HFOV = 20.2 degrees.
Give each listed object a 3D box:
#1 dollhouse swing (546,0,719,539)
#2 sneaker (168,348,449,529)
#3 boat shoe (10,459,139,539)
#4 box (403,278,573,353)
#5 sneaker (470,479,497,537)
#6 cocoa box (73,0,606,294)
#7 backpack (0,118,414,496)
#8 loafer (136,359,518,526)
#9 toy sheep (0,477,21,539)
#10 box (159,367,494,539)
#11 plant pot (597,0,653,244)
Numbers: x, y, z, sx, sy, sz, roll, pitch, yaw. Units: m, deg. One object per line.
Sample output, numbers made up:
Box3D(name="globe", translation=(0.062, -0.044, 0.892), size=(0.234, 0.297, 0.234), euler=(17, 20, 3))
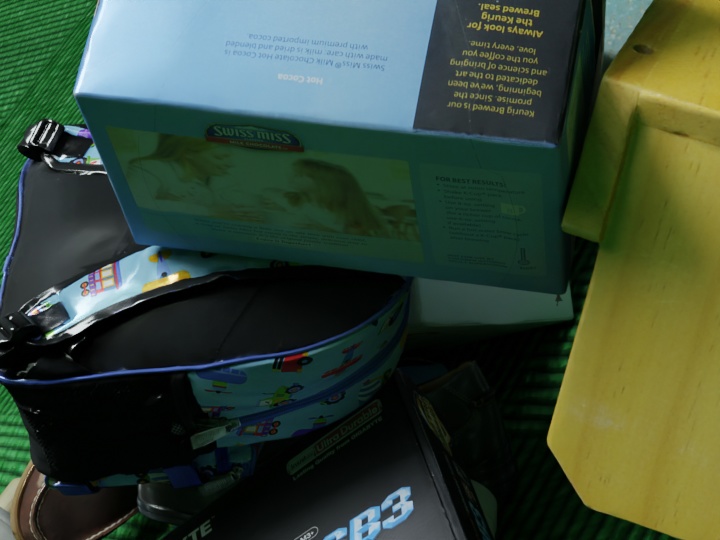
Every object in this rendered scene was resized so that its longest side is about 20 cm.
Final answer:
Box3D(name="dollhouse swing", translation=(0.192, 0.003, 0.844), size=(0.200, 0.176, 0.182), euler=(17, 34, 14))
Box3D(name="sneaker", translation=(-0.026, 0.106, 1.130), size=(0.199, 0.071, 0.083), euler=(-33, 8, 25))
Box3D(name="boat shoe", translation=(-0.130, 0.099, 1.245), size=(0.200, 0.070, 0.070), euler=(-47, 22, -24))
Box3D(name="box", translation=(0.000, 0.000, 1.133), size=(0.200, 0.124, 0.098), euler=(-15, 80, 44))
Box3D(name="sneaker", translation=(-0.018, 0.173, 1.001), size=(0.200, 0.073, 0.085), euler=(-32, 40, 35))
Box3D(name="cocoa box", translation=(-0.001, -0.084, 0.856), size=(0.200, 0.133, 0.131), euler=(7, 64, 10))
Box3D(name="backpack", translation=(-0.064, 0.011, 0.972), size=(0.200, 0.135, 0.183), euler=(-8, 44, 6))
Box3D(name="loafer", translation=(-0.022, 0.089, 1.040), size=(0.200, 0.072, 0.073), euler=(-8, 14, 8))
Box3D(name="toy sheep", translation=(-0.265, 0.199, 1.248), size=(0.138, 0.138, 0.200), euler=(-11, 35, 48))
Box3D(name="box", translation=(-0.026, 0.169, 0.916), size=(0.200, 0.050, 0.199), euler=(-35, 38, 12))
Box3D(name="plant pot", translation=(0.174, -0.128, 0.987), size=(0.196, 0.200, 0.196), euler=(-31, 20, 26))
